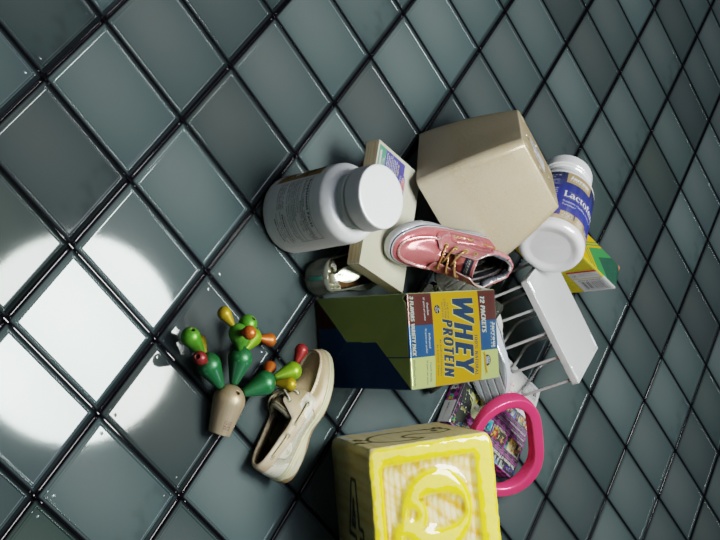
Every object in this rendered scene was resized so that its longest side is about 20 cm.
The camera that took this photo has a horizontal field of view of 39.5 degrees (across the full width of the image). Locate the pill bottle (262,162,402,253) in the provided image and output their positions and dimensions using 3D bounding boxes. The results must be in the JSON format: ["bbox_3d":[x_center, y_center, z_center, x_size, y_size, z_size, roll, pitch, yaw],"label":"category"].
[{"bbox_3d":[-0.039,-0.092,1.436,0.113,0.198,0.117,7,80,-43],"label":"pill bottle"}]

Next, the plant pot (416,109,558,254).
[{"bbox_3d":[0.217,-0.147,1.656,0.201,0.175,0.201,56,21,-23],"label":"plant pot"}]

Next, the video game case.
[{"bbox_3d":[0.231,0.239,1.773,0.200,0.035,0.183,43,57,-32],"label":"video game case"}]

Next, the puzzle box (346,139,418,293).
[{"bbox_3d":[0.038,-0.081,1.541,0.133,0.025,0.204,33,61,-51],"label":"puzzle box"}]

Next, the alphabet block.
[{"bbox_3d":[0.077,0.336,1.456,0.192,0.200,0.200,-7,88,-18],"label":"alphabet block"}]

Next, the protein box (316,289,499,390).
[{"bbox_3d":[0.072,0.103,1.521,0.198,0.197,0.138,-1,88,-44],"label":"protein box"}]

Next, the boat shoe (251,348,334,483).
[{"bbox_3d":[-0.098,0.199,1.436,0.065,0.071,0.203,36,67,-36],"label":"boat shoe"}]

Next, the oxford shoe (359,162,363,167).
[{"bbox_3d":[0.014,-0.102,1.580,0.073,0.070,0.201,52,52,-29],"label":"oxford shoe"}]

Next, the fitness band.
[{"bbox_3d":[0.245,0.301,1.715,0.142,0.037,0.203,-19,119,-17],"label":"fitness band"}]

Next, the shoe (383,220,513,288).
[{"bbox_3d":[0.137,-0.024,1.524,0.197,0.091,0.073,3,112,-32],"label":"shoe"}]

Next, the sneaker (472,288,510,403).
[{"bbox_3d":[0.223,0.124,1.708,0.071,0.072,0.204,-25,108,-60],"label":"sneaker"}]

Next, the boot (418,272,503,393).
[{"bbox_3d":[0.136,0.093,1.668,0.130,0.201,0.068,38,17,13],"label":"boot"}]

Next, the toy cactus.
[{"bbox_3d":[-0.162,0.145,1.371,0.199,0.101,0.168,23,80,-46],"label":"toy cactus"}]

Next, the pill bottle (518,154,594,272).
[{"bbox_3d":[0.344,-0.103,1.740,0.116,0.114,0.202,51,40,-27],"label":"pill bottle"}]

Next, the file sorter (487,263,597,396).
[{"bbox_3d":[0.309,0.098,1.778,0.202,0.123,0.139,62,34,-8],"label":"file sorter"}]

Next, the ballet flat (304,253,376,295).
[{"bbox_3d":[0.000,0.000,1.558,0.198,0.063,0.069,-15,95,-45],"label":"ballet flat"}]

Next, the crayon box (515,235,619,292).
[{"bbox_3d":[0.384,-0.030,1.894,0.199,0.126,0.051,38,60,-35],"label":"crayon box"}]
